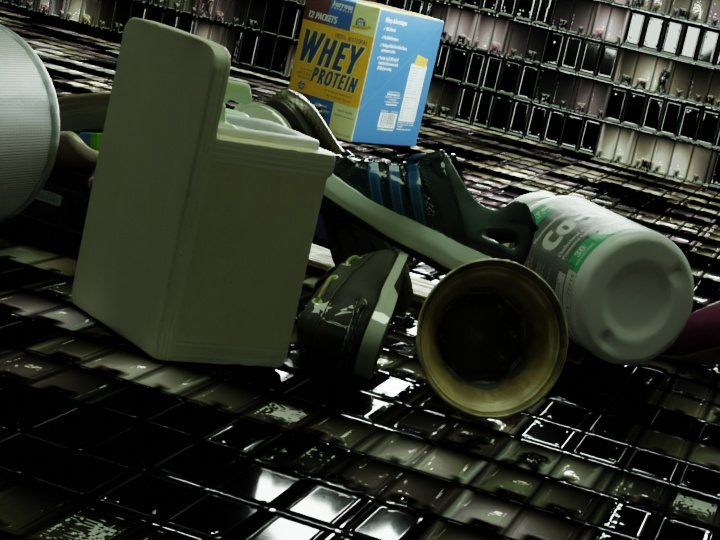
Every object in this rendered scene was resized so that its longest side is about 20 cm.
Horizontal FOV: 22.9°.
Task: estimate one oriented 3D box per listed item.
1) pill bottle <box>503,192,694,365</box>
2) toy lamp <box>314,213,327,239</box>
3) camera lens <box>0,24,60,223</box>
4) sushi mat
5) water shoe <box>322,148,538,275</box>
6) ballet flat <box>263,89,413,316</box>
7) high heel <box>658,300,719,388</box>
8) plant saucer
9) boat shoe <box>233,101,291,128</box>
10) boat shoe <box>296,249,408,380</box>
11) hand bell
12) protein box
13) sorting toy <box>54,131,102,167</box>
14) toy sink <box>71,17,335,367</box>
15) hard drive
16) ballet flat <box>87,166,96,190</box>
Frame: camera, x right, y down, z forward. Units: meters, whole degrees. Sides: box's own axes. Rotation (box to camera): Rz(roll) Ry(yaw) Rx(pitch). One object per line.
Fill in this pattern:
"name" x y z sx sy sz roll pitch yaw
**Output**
"pill bottle" 0.189 0.000 1.520 0.112 0.114 0.200 9 10 -23
"toy lamp" -0.001 -0.042 1.608 0.058 0.059 0.200 16 0 19
"camera lens" -0.324 -0.105 1.289 0.158 0.162 0.200 16 10 17
"sushi mat" 0.000 0.000 1.560 0.198 0.012 0.095 18 10 21
"water shoe" 0.041 -0.056 1.324 0.199 0.079 0.072 31 -4 16
"ballet flat" -0.012 -0.057 1.420 0.067 0.201 0.046 -32 1 43
"high heel" 0.293 0.036 1.501 0.067 0.097 0.200 7 12 -31
"plant saucer" -0.219 -0.119 1.594 0.198 0.030 0.200 -4 -10 -1
"boat shoe" -0.086 -0.037 1.343 0.071 0.060 0.203 18 46 -19
"boat shoe" -0.005 0.021 1.267 0.060 0.072 0.201 18 13 1
"hand bell" 0.070 0.046 1.263 0.103 0.105 0.200 11 -3 -10
"protein box" 0.005 -0.305 2.716 0.134 0.202 0.198 18 11 30
"sorting toy" -0.179 -0.096 1.482 0.198 0.037 0.185 8 -1 -30
"toy sink" -0.099 -0.052 1.178 0.111 0.202 0.130 5 12 -36
"hard drive" -0.197 -0.055 1.536 0.138 0.038 0.200 17 11 21
"ballet flat" -0.127 -0.035 1.416 0.199 0.072 0.069 9 -8 -40
